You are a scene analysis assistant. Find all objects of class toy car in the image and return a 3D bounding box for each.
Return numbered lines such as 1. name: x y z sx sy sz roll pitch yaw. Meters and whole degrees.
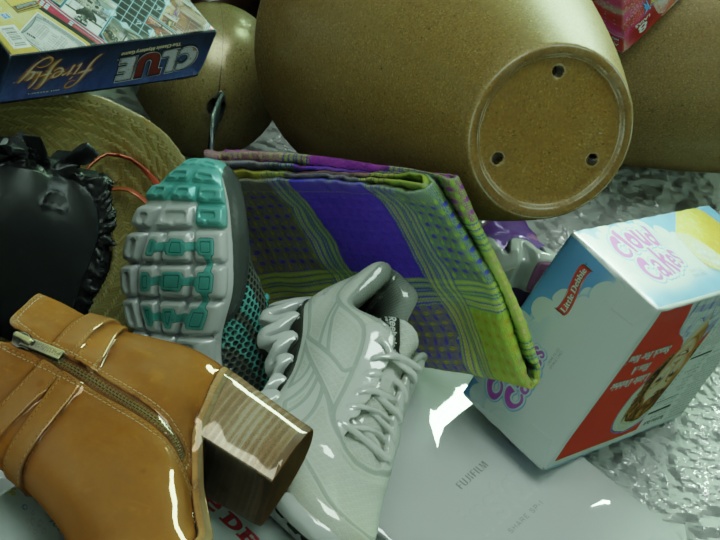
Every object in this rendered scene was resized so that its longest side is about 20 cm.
1. toy car: -0.108 -0.123 1.549 0.157 0.164 0.201 7 60 -16

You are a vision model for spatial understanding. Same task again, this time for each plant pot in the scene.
1. plant pot: 0.154 -0.144 1.667 0.199 0.187 0.187 -6 51 -7
2. plant pot: 0.061 -0.104 1.419 0.186 0.187 0.200 1 19 -21

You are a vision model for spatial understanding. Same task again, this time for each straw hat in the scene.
1. straw hat: -0.185 -0.010 1.450 0.200 0.202 0.085 11 5 -12

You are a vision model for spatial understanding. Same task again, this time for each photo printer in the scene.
1. photo printer: 0.055 0.138 1.420 0.200 0.070 0.166 39 40 14

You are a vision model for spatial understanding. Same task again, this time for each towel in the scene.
1. towel: 0.000 0.000 1.414 0.200 0.144 0.023 7 43 45

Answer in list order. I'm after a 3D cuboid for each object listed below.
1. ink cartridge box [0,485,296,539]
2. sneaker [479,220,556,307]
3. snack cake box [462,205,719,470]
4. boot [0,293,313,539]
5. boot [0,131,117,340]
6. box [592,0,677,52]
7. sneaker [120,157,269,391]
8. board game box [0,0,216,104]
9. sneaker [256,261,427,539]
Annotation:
1. ink cartridge box: -0.135 0.191 1.249 0.145 0.145 0.200 42 48 17
2. sneaker: 0.024 -0.010 1.550 0.200 0.081 0.089 5 38 -18
3. snack cake box: 0.152 0.034 1.479 0.067 0.115 0.200 43 23 18
4. boot: -0.131 0.100 1.191 0.154 0.074 0.200 27 40 11
5. boot: -0.224 0.012 1.369 0.162 0.199 0.073 15 5 -18
6. box: 0.114 -0.237 1.573 0.200 0.100 0.095 40 75 20
7. sneaker: -0.074 0.035 1.411 0.077 0.201 0.091 14 20 38
8. board game box: -0.189 -0.173 1.449 0.135 0.035 0.200 -11 49 -38
9. sneaker: -0.007 0.066 1.309 0.075 0.081 0.200 47 23 -30
